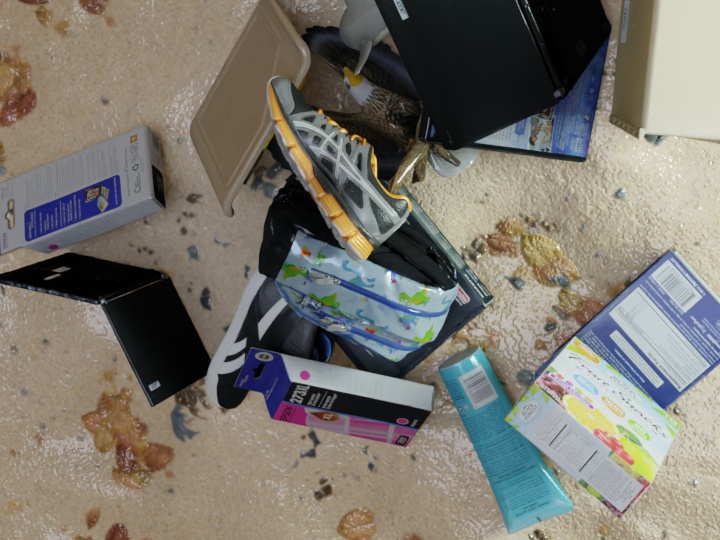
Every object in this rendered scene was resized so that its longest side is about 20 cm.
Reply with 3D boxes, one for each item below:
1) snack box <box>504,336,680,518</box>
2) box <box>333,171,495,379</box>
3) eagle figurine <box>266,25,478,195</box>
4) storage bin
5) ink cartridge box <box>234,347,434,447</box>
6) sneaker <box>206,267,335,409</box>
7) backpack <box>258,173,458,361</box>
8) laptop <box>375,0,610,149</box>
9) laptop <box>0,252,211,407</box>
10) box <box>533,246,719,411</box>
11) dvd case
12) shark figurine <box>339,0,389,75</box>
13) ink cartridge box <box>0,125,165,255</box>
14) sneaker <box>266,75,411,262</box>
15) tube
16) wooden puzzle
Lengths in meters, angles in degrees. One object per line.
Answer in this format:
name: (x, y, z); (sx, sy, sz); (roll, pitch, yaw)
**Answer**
snack box: (0.228, 0.146, 1.551); (0.142, 0.200, 0.053); (41, 110, 8)
box: (0.020, 0.006, 1.707); (0.159, 0.046, 0.200); (-40, 86, 19)
eagle figurine: (0.011, -0.163, 1.629); (0.199, 0.151, 0.152); (18, 128, 48)
storage bin: (0.299, -0.226, 1.508); (0.093, 0.199, 0.202); (3, 101, -1)
ink cartridge box: (-0.030, 0.134, 1.685); (0.199, 0.037, 0.095); (15, 147, -9)
sneaker: (-0.092, 0.095, 1.717); (0.112, 0.073, 0.201); (35, 126, 18)
backpack: (0.000, 0.000, 1.614); (0.199, 0.163, 0.155); (12, 107, 0)
laptop: (0.132, -0.245, 1.523); (0.103, 0.200, 0.178); (-3, 126, 38)
laptop: (-0.274, 0.058, 1.738); (0.199, 0.177, 0.104); (11, 101, 14)
box: (0.285, 0.086, 1.645); (0.200, 0.032, 0.121); (-44, 84, 19)
dvd case: (0.153, -0.186, 1.575); (0.018, 0.199, 0.144); (25, 107, 57)
shark figurine: (0.025, -0.276, 1.534); (0.089, 0.128, 0.214); (42, 130, -13)
ink cartridge box: (-0.310, -0.082, 1.770); (0.199, 0.037, 0.095); (-18, 60, 16)
sneaker: (-0.025, -0.106, 1.532); (0.077, 0.078, 0.201); (-32, 78, -3)
tube: (0.149, 0.180, 1.698); (0.077, 0.050, 0.201); (-24, 96, 23)
wooden puzzle: (-0.112, -0.177, 1.664); (0.037, 0.185, 0.201); (17, 113, -26)
